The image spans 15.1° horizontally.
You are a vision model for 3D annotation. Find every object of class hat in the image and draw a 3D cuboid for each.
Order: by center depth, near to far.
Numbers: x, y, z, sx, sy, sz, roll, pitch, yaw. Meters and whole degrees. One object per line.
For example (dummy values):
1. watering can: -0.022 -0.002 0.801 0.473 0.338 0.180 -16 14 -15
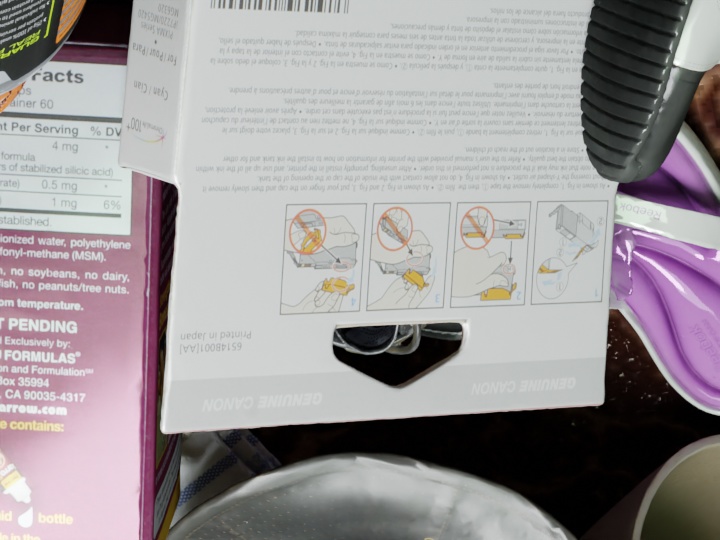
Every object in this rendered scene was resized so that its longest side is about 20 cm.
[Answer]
1. hat: 0.010 0.142 1.096 0.200 0.081 0.201 2 113 4

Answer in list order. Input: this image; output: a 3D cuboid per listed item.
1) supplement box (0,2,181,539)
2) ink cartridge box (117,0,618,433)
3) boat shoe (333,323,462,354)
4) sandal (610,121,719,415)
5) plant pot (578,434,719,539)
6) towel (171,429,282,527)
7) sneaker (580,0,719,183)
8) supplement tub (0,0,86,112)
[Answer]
1. supplement box: -0.119 0.006 1.015 0.103 0.131 0.201 3 101 2
2. ink cartridge box: 0.009 -0.037 0.969 0.199 0.045 0.177 -1 102 -36
3. boat shoe: 0.000 0.000 1.045 0.070 0.066 0.200 -18 153 22
4. sandal: 0.117 -0.007 1.088 0.082 0.050 0.203 -33 119 25
5. plant pot: 0.123 0.196 1.183 0.187 0.188 0.200 33 136 -21
6. towel: -0.096 0.111 1.135 0.147 0.024 0.200 -38 110 10
7. sneaker: 0.143 -0.118 0.955 0.088 0.074 0.201 16 102 -23
8. supplement tub: -0.136 -0.131 0.840 0.122 0.123 0.200 13 147 -7
